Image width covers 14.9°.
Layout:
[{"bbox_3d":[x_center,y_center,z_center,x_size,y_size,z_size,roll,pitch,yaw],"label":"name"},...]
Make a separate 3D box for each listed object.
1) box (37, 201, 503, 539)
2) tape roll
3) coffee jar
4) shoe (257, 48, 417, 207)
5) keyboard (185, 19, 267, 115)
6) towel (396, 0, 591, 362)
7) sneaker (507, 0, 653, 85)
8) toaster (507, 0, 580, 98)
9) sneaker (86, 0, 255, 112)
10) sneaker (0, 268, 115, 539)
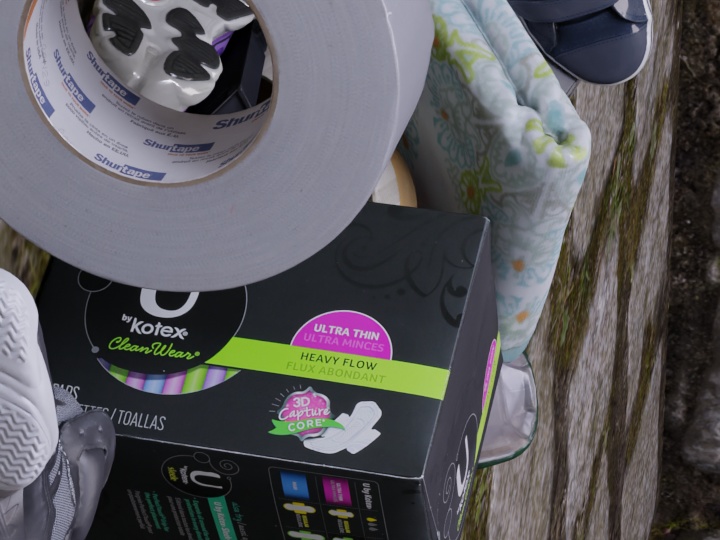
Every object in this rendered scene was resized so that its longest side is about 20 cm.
[{"bbox_3d":[-0.045,0.054,1.299,0.124,0.200,0.149,79,22,-54],"label":"box"},{"bbox_3d":[-0.074,-0.094,1.083,0.066,0.200,0.201,-64,158,-59],"label":"tape roll"},{"bbox_3d":[0.019,0.088,1.652,0.200,0.104,0.085,157,-73,-65],"label":"coffee jar"},{"bbox_3d":[-0.033,-0.060,1.397,0.200,0.053,0.070,52,-56,48],"label":"shoe"},{"bbox_3d":[-0.055,-0.102,1.325,0.127,0.021,0.200,-43,-165,15],"label":"keyboard"},{"bbox_3d":[0.042,-0.076,1.360,0.200,0.048,0.171,60,-21,29],"label":"towel"},{"bbox_3d":[0.106,-0.185,1.573,0.200,0.078,0.079,63,22,-19],"label":"sneaker"},{"bbox_3d":[0.040,-0.076,1.670,0.181,0.119,0.200,-58,177,27],"label":"toaster"},{"bbox_3d":[-0.106,-0.102,1.286,0.083,0.081,0.200,-54,-174,24],"label":"sneaker"},{"bbox_3d":[-0.149,0.064,1.139,0.114,0.075,0.200,-66,165,-55],"label":"sneaker"}]
